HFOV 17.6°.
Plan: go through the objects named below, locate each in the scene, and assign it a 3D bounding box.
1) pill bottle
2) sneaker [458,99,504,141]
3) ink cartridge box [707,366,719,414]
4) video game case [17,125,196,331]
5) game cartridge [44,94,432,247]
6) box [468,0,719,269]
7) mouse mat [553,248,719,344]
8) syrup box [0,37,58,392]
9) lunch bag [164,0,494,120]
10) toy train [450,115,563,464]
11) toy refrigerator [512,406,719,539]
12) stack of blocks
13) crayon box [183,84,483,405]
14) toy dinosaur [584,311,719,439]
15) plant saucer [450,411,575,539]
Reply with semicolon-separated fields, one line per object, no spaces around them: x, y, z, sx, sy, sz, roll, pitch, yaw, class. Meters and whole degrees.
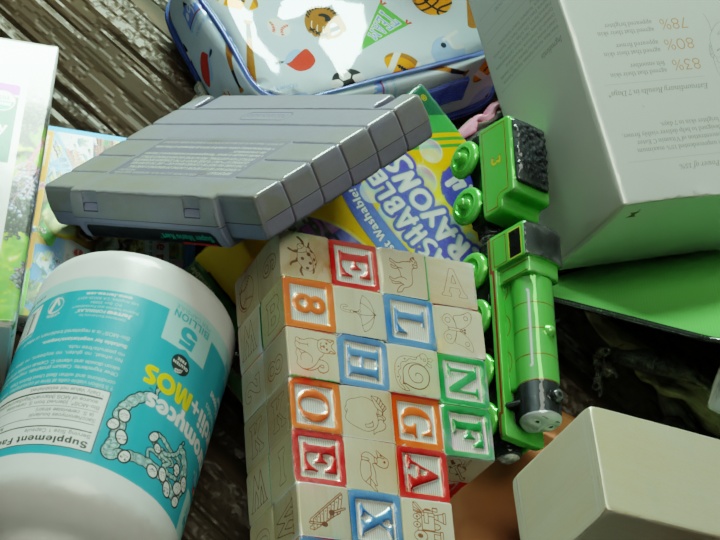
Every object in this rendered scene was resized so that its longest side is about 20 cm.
-0.136;0.096;1.168;0.110;0.111;0.201;15;51;-1;pill bottle
0.143;-0.058;1.390;0.199;0.079;0.096;-8;65;-18;sneaker
0.298;0.081;1.268;0.199;0.047;0.160;25;16;12;ink cartridge box
-0.192;-0.026;1.315;0.199;0.018;0.144;9;50;-6;video game case
-0.071;-0.056;1.260;0.130;0.039;0.200;-38;26;-31;game cartridge
0.153;-0.115;1.325;0.124;0.097;0.201;-7;71;-25;box
0.209;0.006;1.307;0.199;0.008;0.161;-14;19;-40;mouse mat
-0.215;-0.032;1.249;0.078;0.082;0.201;9;52;-7;syrup box
-0.016;-0.144;1.416;0.199;0.076;0.161;-17;60;-26;lunch bag
0.083;0.007;1.256;0.042;0.056;0.201;21;54;-37;toy train
0.184;0.133;1.197;0.199;0.076;0.070;15;48;-25;toy refrigerator
0.004;0.087;1.172;0.115;0.059;0.201;10;57;-24;stack of blocks
0.000;0.000;1.290;0.200;0.052;0.126;-39;90;-34;crayon box
0.173;0.066;1.308;0.200;0.048;0.088;41;37;21;toy dinosaur
0.074;0.141;1.229;0.199;0.038;0.201;7;51;-8;plant saucer
